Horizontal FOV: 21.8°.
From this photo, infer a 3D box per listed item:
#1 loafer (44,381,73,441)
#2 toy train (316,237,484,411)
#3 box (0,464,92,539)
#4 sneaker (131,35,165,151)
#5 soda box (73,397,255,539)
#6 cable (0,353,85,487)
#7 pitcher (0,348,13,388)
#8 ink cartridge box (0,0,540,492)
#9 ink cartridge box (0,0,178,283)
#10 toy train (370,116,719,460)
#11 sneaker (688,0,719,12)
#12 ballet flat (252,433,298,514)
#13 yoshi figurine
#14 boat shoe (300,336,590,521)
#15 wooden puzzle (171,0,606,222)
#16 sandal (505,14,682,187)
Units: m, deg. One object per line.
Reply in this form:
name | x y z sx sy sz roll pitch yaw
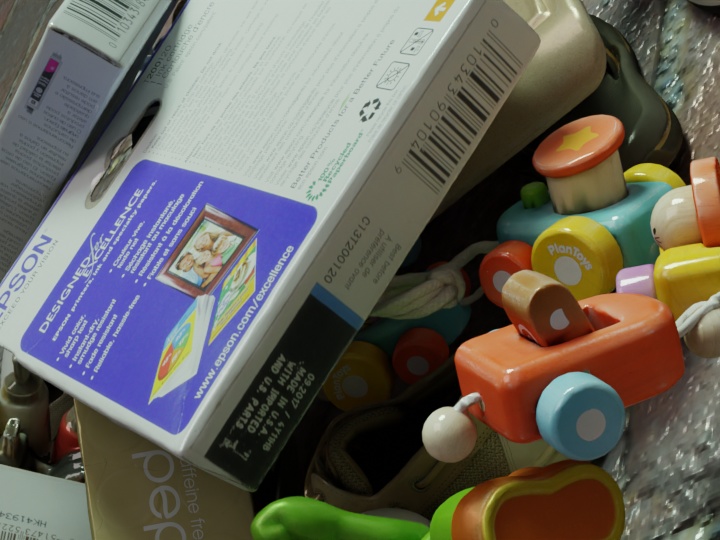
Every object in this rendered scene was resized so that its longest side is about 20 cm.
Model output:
loafer | -0.119 0.036 0.912 0.200 0.070 0.075 -54 15 12
toy train | 0.000 0.000 0.843 0.150 0.056 0.200 -44 18 -21
box | -0.181 0.185 0.876 0.200 0.124 0.098 118 162 -45
sneaker | -0.095 -0.072 1.079 0.200 0.070 0.109 80 -168 -86
soda box | -0.082 0.087 0.787 0.064 0.068 0.200 98 161 -64
cable | -0.158 0.118 0.910 0.200 0.097 0.050 106 175 -48
pitcher | -0.131 0.082 1.021 0.171 0.121 0.200 15 86 49
ink cartridge box | -0.049 -0.029 0.732 0.200 0.043 0.198 20 75 55
ink cartridge box | -0.131 -0.089 0.888 0.200 0.043 0.197 -52 11 39
toy train | 0.069 -0.004 0.627 0.150 0.056 0.200 -18 17 -10
sneaker | 0.117 -0.191 0.800 0.084 0.121 0.200 -51 23 19
ballet flat | -0.060 0.105 0.867 0.064 0.067 0.200 111 167 -48
yoshi figurine | 0.012 0.122 0.639 0.200 0.112 0.113 -21 51 60
boat shoe | 0.012 0.079 0.751 0.200 0.064 0.071 -38 29 42
wooden puzzle | 0.006 -0.094 0.796 0.185 0.037 0.200 -38 45 21
sandal | 0.080 -0.073 0.813 0.082 0.055 0.200 -53 19 15
